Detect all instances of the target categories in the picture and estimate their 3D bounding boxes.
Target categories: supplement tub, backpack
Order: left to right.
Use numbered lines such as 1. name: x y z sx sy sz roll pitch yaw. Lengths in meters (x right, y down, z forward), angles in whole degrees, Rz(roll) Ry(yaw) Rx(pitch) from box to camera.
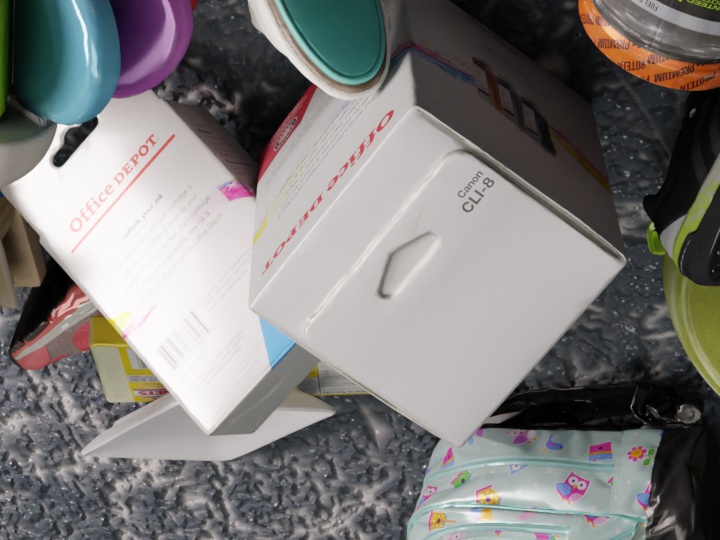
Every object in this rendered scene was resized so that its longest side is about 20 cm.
1. backpack: 0.129 0.159 1.558 0.198 0.127 0.168 1 136 20
2. supplement tub: 0.181 -0.192 1.210 0.122 0.123 0.201 19 135 -2

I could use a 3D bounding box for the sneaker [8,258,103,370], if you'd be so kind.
1. sneaker: -0.146 0.022 1.545 0.087 0.074 0.200 37 131 -21

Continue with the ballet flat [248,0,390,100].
1. ballet flat: -0.045 -0.168 1.292 0.069 0.069 0.201 -39 73 40

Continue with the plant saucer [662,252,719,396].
1. plant saucer: 0.255 0.029 1.413 0.199 0.031 0.201 22 133 26

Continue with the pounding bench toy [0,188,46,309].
1. pounding bench toy: -0.271 0.031 1.454 0.123 0.157 0.201 2 131 15

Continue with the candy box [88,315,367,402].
1. candy box: -0.064 0.052 1.528 0.198 0.027 0.102 -2 159 0

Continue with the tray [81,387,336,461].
1. tray: -0.101 0.095 1.575 0.107 0.022 0.200 3 166 -23

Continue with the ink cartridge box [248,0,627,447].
1. ink cartridge box: 0.038 -0.036 1.322 0.144 0.200 0.146 34 112 -15

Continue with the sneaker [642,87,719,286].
1. sneaker: 0.206 -0.086 1.340 0.071 0.083 0.201 5 122 -40

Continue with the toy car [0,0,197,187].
1. toy car: -0.160 -0.144 1.309 0.149 0.200 0.176 7 119 2

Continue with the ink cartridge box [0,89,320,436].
1. ink cartridge box: -0.101 -0.016 1.420 0.115 0.068 0.200 -46 74 14
